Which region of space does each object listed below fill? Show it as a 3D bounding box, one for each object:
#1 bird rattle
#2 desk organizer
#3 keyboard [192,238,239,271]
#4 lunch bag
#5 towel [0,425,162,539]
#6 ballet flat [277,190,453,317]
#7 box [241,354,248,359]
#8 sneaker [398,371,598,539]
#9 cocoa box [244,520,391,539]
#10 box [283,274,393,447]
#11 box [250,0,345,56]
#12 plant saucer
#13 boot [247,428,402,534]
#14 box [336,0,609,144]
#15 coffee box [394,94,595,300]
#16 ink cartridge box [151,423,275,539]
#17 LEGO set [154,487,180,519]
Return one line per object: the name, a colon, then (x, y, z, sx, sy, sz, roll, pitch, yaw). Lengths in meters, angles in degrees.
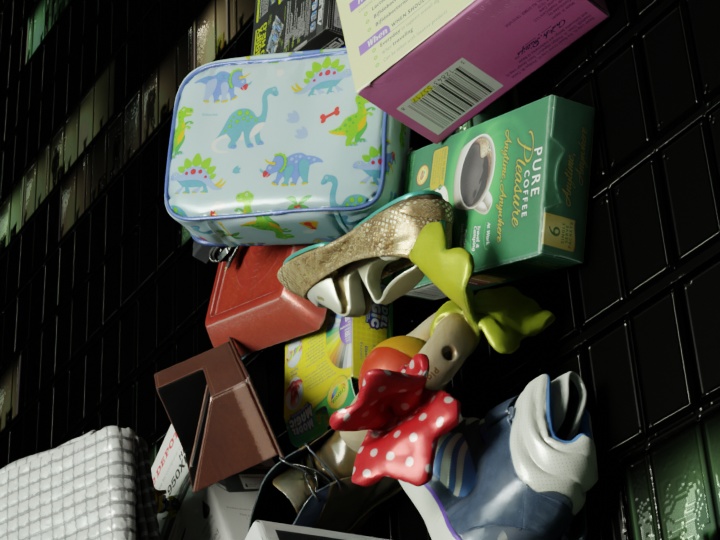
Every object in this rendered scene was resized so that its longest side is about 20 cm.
bird rattle: (0.043, 0.079, 1.167, 0.200, 0.113, 0.163, -61, 9, -30)
desk organizer: (-0.122, 0.118, 1.384, 0.200, 0.077, 0.072, -142, 29, -79)
keyboard: (-0.101, -0.080, 1.500, 0.200, 0.021, 0.127, -52, 30, 35)
lunch bag: (-0.057, -0.103, 1.379, 0.200, 0.082, 0.161, -4, 68, 17)
towel: (-0.248, 0.234, 1.374, 0.200, 0.086, 0.166, -26, 54, 21)
ballet flat: (0.000, 0.000, 1.288, 0.200, 0.070, 0.065, -30, 62, 51)
box: (-0.081, -0.018, 1.572, 0.121, 0.032, 0.200, -38, 44, 49)
sneaker: (0.103, 0.121, 1.153, 0.146, 0.081, 0.200, -51, 22, 11)
cocoa box: (0.006, 0.268, 1.110, 0.131, 0.200, 0.133, -62, 32, 25)
box: (-0.019, 0.046, 1.418, 0.117, 0.048, 0.200, -35, 46, 50)
box: (-0.048, -0.290, 1.628, 0.160, 0.044, 0.200, -27, 54, 55)
plant saucer: (-0.075, -0.031, 1.475, 0.200, 0.037, 0.200, -20, 54, 57)
boot: (-0.014, 0.156, 1.289, 0.075, 0.097, 0.200, 46, 128, 22)
box: (0.075, -0.234, 1.283, 0.176, 0.097, 0.200, -36, 46, 28)
coffee box: (0.098, -0.049, 1.255, 0.200, 0.044, 0.123, -19, 61, 58)
ink cartridge box: (-0.130, 0.240, 1.488, 0.145, 0.084, 0.200, -63, 31, 24)
LEGO set: (-0.211, 0.282, 1.454, 0.154, 0.116, 0.200, -26, 56, 20)
